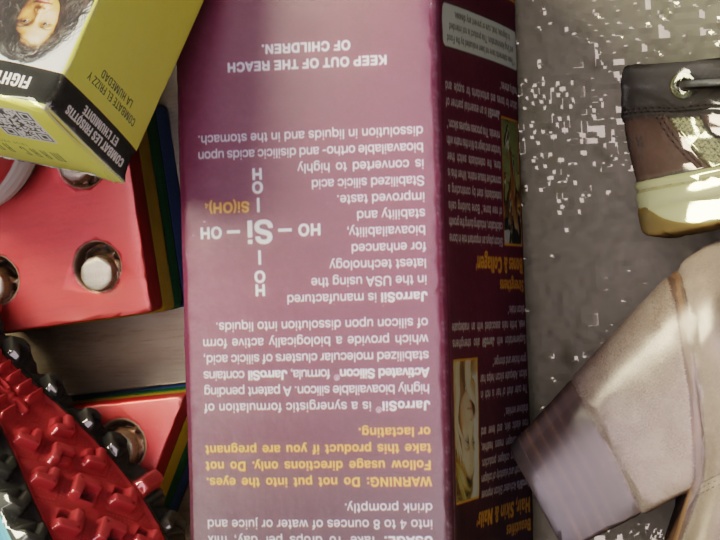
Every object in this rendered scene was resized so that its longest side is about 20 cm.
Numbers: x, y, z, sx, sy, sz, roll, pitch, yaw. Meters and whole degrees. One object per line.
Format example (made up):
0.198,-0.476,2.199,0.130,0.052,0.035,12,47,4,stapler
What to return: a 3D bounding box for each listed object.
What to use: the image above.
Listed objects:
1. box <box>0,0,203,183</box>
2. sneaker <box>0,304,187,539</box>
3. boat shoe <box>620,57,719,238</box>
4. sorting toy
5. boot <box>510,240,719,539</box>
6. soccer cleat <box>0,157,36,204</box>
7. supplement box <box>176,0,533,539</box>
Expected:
-0.071,-0.128,0.802,0.075,0.050,0.200,13,69,29,box
-0.131,0.073,0.856,0.200,0.079,0.096,51,120,12,sneaker
0.173,-0.063,0.821,0.200,0.073,0.065,-17,94,16,boat shoe
-0.133,0.038,0.917,0.200,0.070,0.199,-7,92,16,sorting toy
0.147,0.085,0.847,0.146,0.070,0.200,-29,99,4,boot
-0.136,-0.117,0.837,0.068,0.073,0.200,-1,91,17,soccer cleat
0.000,0.000,0.849,0.086,0.110,0.200,-2,89,17,supplement box
